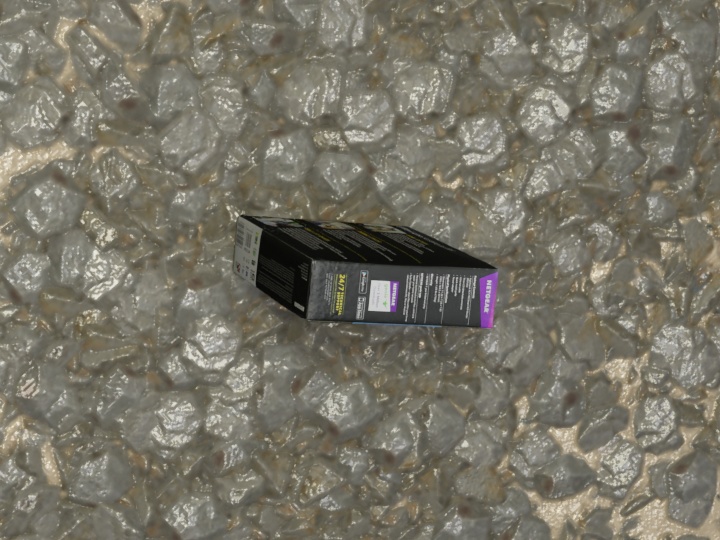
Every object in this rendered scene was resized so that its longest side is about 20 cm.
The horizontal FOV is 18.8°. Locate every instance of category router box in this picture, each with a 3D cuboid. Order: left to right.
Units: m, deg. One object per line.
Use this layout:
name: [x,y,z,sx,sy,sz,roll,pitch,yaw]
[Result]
router box: [0.000,0.000,1.665,0.149,0.200,0.051,3,100,-19]
